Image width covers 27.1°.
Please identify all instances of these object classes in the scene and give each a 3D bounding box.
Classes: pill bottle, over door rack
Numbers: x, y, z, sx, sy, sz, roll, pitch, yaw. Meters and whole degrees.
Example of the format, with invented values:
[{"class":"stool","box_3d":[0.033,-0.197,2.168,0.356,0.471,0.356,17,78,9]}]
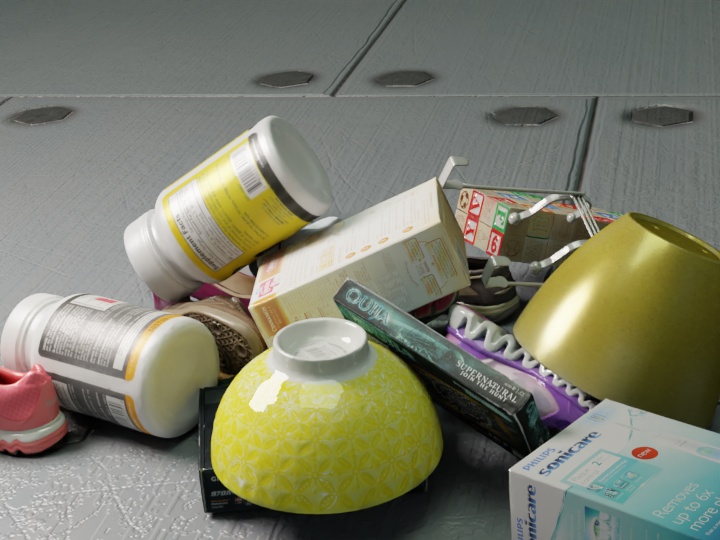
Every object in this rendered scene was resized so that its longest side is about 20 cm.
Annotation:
[{"class":"pill bottle","box_3d":[-0.244,0.085,1.440,0.199,0.117,0.116,12,28,32]},{"class":"pill bottle","box_3d":[-0.137,-0.058,1.522,0.199,0.115,0.114,-33,16,19]},{"class":"over door rack","box_3d":[0.170,-0.025,1.489,0.199,0.067,0.148,12,42,-35]}]

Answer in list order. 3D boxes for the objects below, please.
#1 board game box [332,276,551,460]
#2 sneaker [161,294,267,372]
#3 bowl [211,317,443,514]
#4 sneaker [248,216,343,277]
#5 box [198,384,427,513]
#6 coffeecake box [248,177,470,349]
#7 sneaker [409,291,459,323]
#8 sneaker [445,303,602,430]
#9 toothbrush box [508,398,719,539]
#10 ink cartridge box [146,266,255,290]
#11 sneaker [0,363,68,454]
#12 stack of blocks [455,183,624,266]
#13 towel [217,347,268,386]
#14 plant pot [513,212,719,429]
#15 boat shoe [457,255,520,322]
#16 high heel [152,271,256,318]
[{"class":"board game box","box_3d":[0.073,0.090,1.301,0.199,0.135,0.028,32,75,26]},{"class":"sneaker","box_3d":[-0.138,0.050,1.488,0.075,0.071,0.199,-34,21,-28]},{"class":"bowl","box_3d":[-0.031,0.104,1.254,0.198,0.109,0.200,-2,24,1]},{"class":"sneaker","box_3d":[-0.062,-0.020,1.632,0.070,0.074,0.200,-7,-3,20]},{"class":"box","box_3d":[-0.046,0.150,1.345,0.198,0.046,0.159,-5,23,-3]},{"class":"coffeecake box","box_3d":[0.000,0.000,1.448,0.199,0.073,0.154,-24,17,9]},{"class":"sneaker","box_3d":[0.017,0.036,1.576,0.198,0.074,0.087,-13,-10,20]},{"class":"sneaker","box_3d":[0.146,0.115,1.371,0.200,0.089,0.080,33,1,26]},{"class":"toothbrush box","box_3d":[0.236,0.188,1.162,0.199,0.086,0.146,15,29,40]},{"class":"ink cartridge box","box_3d":[-0.155,-0.049,1.783,0.143,0.085,0.200,4,24,17]},{"class":"sneaker","box_3d":[-0.376,0.119,1.419,0.198,0.087,0.074,0,22,10]},{"class":"stack of blocks","box_3d":[0.217,-0.044,1.661,0.199,0.059,0.115,7,13,-25]},{"class":"towel","box_3d":[-0.082,0.079,1.495,0.199,0.022,0.147,-14,18,22]},{"class":"plant pot","box_3d":[0.257,0.032,1.354,0.199,0.143,0.200,22,14,-6]},{"class":"boat shoe","box_3d":[0.084,0.001,1.640,0.199,0.074,0.074,9,26,28]},{"class":"high heel","box_3d":[-0.139,0.005,1.638,0.198,0.097,0.068,-3,22,3]}]
